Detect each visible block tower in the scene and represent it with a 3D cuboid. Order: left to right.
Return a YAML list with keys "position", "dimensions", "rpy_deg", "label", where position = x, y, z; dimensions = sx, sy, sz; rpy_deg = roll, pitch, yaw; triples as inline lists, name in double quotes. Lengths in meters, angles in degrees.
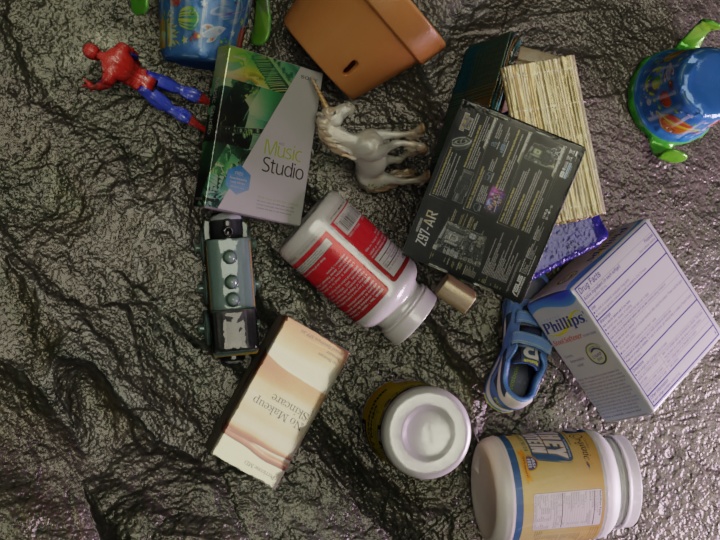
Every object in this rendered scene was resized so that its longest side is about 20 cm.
- position: [0.221, -0.237, 1.574]
  dimensions: [0.057, 0.200, 0.055]
  rpy_deg: [17, 86, 6]
  label: "block tower"

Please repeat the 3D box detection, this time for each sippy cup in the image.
- position: [-0.199, -0.326, 1.517]
  dimensions: [0.176, 0.140, 0.132]
  rpy_deg: [6, 90, -8]
  label: "sippy cup"
- position: [0.456, -0.248, 1.649]
  dimensions: [0.138, 0.130, 0.180]
  rpy_deg: [-17, 91, -11]
  label: "sippy cup"

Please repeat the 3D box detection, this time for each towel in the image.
- position: [0.148, -0.209, 1.583]
  dimensions: [0.022, 0.146, 0.202]
  rpy_deg: [18, 87, -19]
  label: "towel"
- position: [0.205, -0.098, 1.485]
  dimensions: [0.147, 0.050, 0.201]
  rpy_deg: [-26, 94, -4]
  label: "towel"

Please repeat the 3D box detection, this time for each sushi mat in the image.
- position: [0.234, -0.156, 1.455]
  dimensions: [0.095, 0.012, 0.202]
  rpy_deg: [-12, 92, -6]
  label: "sushi mat"

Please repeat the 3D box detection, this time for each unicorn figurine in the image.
- position: [0.018, -0.157, 1.545]
  dimensions: [0.136, 0.201, 0.074]
  rpy_deg: [-6, 48, 5]
  label: "unicorn figurine"

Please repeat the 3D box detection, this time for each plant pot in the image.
- position: [-0.006, -0.318, 1.542]
  dimensions: [0.140, 0.200, 0.200]
  rpy_deg: [-41, 96, 7]
  label: "plant pot"

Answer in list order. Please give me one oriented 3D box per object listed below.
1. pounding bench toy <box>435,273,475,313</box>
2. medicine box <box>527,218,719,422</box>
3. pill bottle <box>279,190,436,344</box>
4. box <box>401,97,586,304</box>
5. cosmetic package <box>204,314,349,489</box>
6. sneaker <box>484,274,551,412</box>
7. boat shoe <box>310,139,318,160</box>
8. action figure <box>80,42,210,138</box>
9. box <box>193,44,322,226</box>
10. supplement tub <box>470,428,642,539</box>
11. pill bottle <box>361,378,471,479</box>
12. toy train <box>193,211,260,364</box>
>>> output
- position: [0.154, -0.035, 1.573]
  dimensions: [0.124, 0.156, 0.200]
  rpy_deg: [41, 81, -7]
  label: "pounding bench toy"
- position: [0.357, 0.067, 1.609]
  dimensions: [0.182, 0.103, 0.201]
  rpy_deg: [-38, 95, -32]
  label: "medicine box"
- position: [0.000, 0.000, 1.566]
  dimensions: [0.200, 0.112, 0.112]
  rpy_deg: [42, 82, -7]
  label: "pill bottle"
- position: [0.158, -0.083, 1.431]
  dimensions: [0.159, 0.044, 0.202]
  rpy_deg: [22, 101, 5]
  label: "box"
- position: [-0.108, 0.168, 1.554]
  dimensions: [0.103, 0.087, 0.201]
  rpy_deg: [29, 84, -10]
  label: "cosmetic package"
- position: [0.226, 0.096, 1.623]
  dimensions: [0.073, 0.082, 0.202]
  rpy_deg: [12, 85, -9]
  label: "sneaker"
- position: [-0.089, -0.167, 1.573]
  dimensions: [0.070, 0.072, 0.202]
  rpy_deg: [5, 87, -10]
  label: "boat shoe"
- position: [-0.279, -0.237, 1.550]
  dimensions: [0.199, 0.099, 0.066]
  rpy_deg: [30, 80, -31]
  label: "action figure"
- position: [-0.125, -0.165, 1.492]
  dimensions: [0.143, 0.036, 0.202]
  rpy_deg: [10, 86, -37]
  label: "box"
- position: [0.258, 0.287, 1.592]
  dimensions: [0.198, 0.145, 0.146]
  rpy_deg: [-3, 89, -11]
  label: "supplement tub"
- position: [0.063, 0.198, 1.529]
  dimensions: [0.111, 0.200, 0.114]
  rpy_deg: [0, 88, -11]
  label: "pill bottle"
- position: [-0.167, 0.020, 1.533]
  dimensions: [0.084, 0.114, 0.202]
  rpy_deg: [-3, 89, -11]
  label: "toy train"
